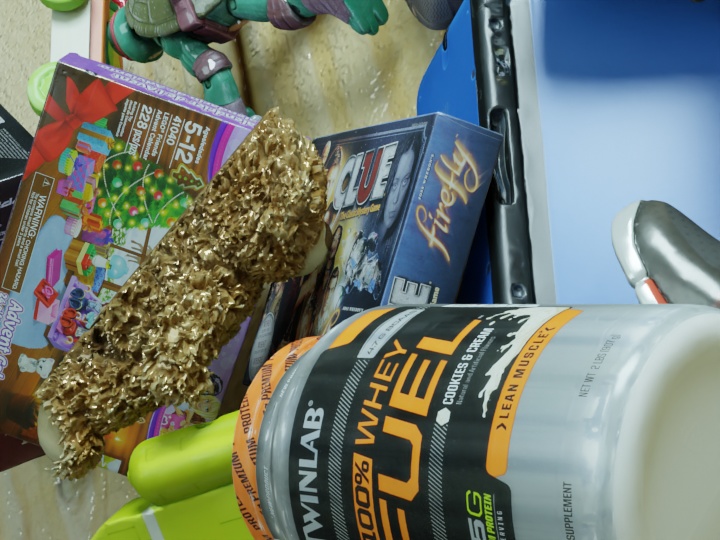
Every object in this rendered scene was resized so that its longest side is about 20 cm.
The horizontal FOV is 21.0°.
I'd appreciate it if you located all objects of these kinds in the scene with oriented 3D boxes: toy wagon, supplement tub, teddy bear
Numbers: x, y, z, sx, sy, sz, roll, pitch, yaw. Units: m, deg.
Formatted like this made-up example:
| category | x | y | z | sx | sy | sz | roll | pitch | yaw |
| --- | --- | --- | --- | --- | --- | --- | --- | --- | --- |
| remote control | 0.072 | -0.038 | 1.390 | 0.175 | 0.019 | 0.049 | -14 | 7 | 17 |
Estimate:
| category | x | y | z | sx | sy | sz | roll | pitch | yaw |
| --- | --- | --- | --- | --- | --- | --- | --- | --- | --- |
| toy wagon | -0.163 | -0.123 | 1.142 | 0.155 | 0.039 | 0.202 | 94 | 176 | -68 |
| supplement tub | 0.052 | 0.073 | 0.723 | 0.199 | 0.122 | 0.124 | -2 | 73 | 44 |
| teddy bear | -0.081 | 0.019 | 0.921 | 0.200 | 0.067 | 0.145 | -50 | 7 | -4 |

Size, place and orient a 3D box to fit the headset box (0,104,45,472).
| category | x | y | z | sx | sy | sz | roll | pitch | yaw |
| --- | --- | --- | --- | --- | --- | --- | --- | --- | --- |
| headset box | -0.218 | 0.007 | 1.127 | 0.149 | 0.074 | 0.202 | 41 | 144 | 48 |

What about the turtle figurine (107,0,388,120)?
| category | x | y | z | sx | sy | sz | roll | pitch | yaw |
| --- | --- | --- | --- | --- | --- | --- | --- | --- | --- |
| turtle figurine | -0.072 | -0.143 | 1.079 | 0.199 | 0.100 | 0.151 | -18 | 62 | 36 |

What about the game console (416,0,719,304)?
| category | x | y | z | sx | sy | sz | roll | pitch | yaw |
| --- | --- | --- | --- | --- | --- | --- | --- | --- | --- |
| game console | 0.105 | -0.036 | 0.899 | 0.171 | 0.117 | 0.202 | 121 | 150 | -62 |

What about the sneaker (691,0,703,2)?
| category | x | y | z | sx | sy | sz | roll | pitch | yaw |
| --- | --- | --- | --- | --- | --- | --- | --- | --- | --- |
| sneaker | 0.138 | -0.193 | 0.880 | 0.117 | 0.074 | 0.201 | 15 | 46 | 15 |

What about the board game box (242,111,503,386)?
| category | x | y | z | sx | sy | sz | roll | pitch | yaw |
| --- | --- | --- | --- | --- | --- | --- | --- | --- | --- |
| board game box | 0.000 | 0.000 | 0.925 | 0.200 | 0.034 | 0.137 | 179 | 108 | -73 |

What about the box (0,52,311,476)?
| category | x | y | z | sx | sy | sz | roll | pitch | yaw |
| --- | --- | --- | --- | --- | --- | --- | --- | --- | --- |
| box | -0.121 | 0.003 | 1.020 | 0.039 | 0.136 | 0.202 | -81 | 9 | -76 |

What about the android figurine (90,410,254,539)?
| category | x | y | z | sx | sy | sz | roll | pitch | yaw |
| --- | --- | --- | --- | --- | --- | --- | --- | --- | --- |
| android figurine | -0.050 | 0.156 | 0.903 | 0.198 | 0.041 | 0.184 | -16 | 99 | 20 |

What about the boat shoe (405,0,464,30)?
| category | x | y | z | sx | sy | sz | roll | pitch | yaw |
| --- | --- | --- | --- | --- | --- | --- | --- | --- | --- |
| boat shoe | 0.035 | -0.213 | 0.992 | 0.073 | 0.075 | 0.201 | -17 | 58 | 7 |

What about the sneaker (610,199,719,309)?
| category | x | y | z | sx | sy | sz | roll | pitch | yaw |
| --- | --- | --- | --- | --- | --- | --- | --- | --- | --- |
| sneaker | 0.180 | 0.032 | 0.743 | 0.082 | 0.077 | 0.200 | -47 | 65 | 13 |
